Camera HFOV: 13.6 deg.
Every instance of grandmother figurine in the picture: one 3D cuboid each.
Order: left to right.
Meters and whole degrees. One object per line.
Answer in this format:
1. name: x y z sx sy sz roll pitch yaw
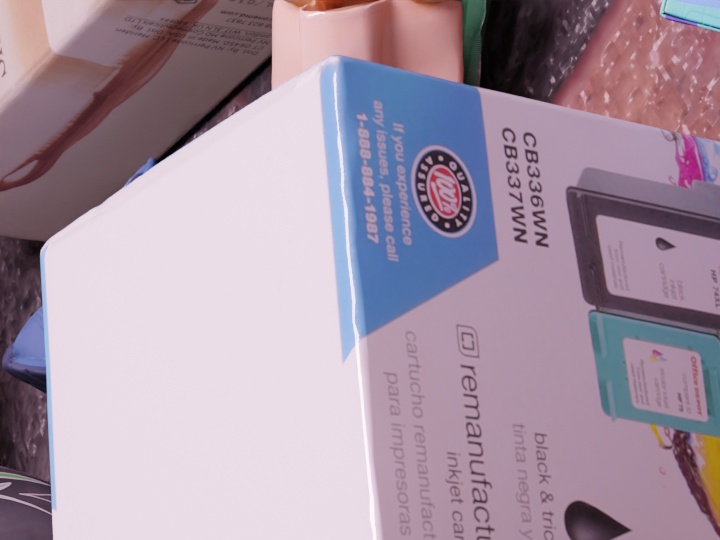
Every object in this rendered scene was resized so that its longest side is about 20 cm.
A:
1. grandmother figurine: 0.000 0.000 0.962 0.121 0.061 0.201 1 102 17

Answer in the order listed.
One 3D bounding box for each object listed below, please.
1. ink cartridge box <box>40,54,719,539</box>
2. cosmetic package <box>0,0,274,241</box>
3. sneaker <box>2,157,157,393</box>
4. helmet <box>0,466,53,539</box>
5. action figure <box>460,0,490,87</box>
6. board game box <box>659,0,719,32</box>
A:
1. ink cartridge box: 0.038 0.051 0.804 0.146 0.199 0.148 -29 59 48
2. cosmetic package: -0.106 -0.101 1.152 0.200 0.087 0.104 -40 53 45
3. sneaker: -0.070 0.010 1.087 0.200 0.074 0.083 -27 42 62
4. helmet: -0.166 0.167 1.108 0.200 0.199 0.192 31 126 54
5. action figure: 0.009 -0.075 1.012 0.118 0.054 0.201 0 87 53
6. board game box: 0.169 -0.119 0.784 0.200 0.045 0.153 26 105 55
